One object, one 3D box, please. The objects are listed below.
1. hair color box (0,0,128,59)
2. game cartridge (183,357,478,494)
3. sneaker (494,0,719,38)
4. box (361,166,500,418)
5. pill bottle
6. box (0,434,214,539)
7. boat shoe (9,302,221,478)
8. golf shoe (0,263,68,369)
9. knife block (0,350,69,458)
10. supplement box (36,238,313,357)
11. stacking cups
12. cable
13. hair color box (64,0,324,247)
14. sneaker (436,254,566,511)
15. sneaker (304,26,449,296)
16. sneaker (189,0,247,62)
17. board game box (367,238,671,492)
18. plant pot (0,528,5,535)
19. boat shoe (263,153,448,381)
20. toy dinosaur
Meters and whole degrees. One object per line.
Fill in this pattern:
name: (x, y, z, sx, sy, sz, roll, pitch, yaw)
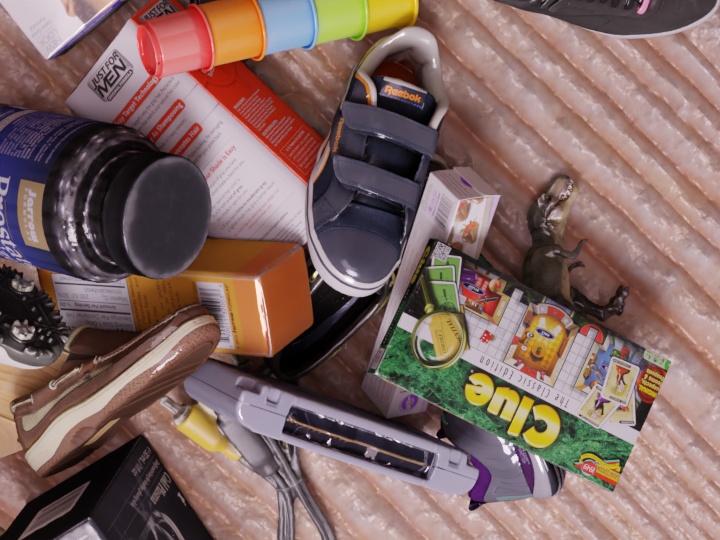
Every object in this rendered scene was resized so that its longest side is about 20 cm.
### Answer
hair color box: (-0.243, -0.266, 1.250, 0.109, 0.065, 0.200, -37, 99, 10)
game cartridge: (-0.026, 0.111, 1.259, 0.199, 0.133, 0.041, 21, 92, -26)
sneaker: (0.160, -0.202, 1.214, 0.199, 0.099, 0.071, 11, 101, 1)
box: (0.049, 0.018, 1.258, 0.038, 0.041, 0.201, -8, 130, -34)
pill bottle: (-0.205, -0.053, 1.223, 0.199, 0.112, 0.113, 13, 106, 38)
box: (-0.174, 0.258, 1.286, 0.124, 0.200, 0.197, -30, 99, 9)
boat shoe: (-0.185, 0.071, 1.228, 0.202, 0.075, 0.075, -38, 78, 29)
golf shoe: (-0.299, 0.034, 1.251, 0.199, 0.077, 0.089, 23, 120, 18)
knife block: (-0.278, 0.049, 1.319, 0.199, 0.064, 0.177, -21, 100, 9)
supplement box: (-0.137, 0.016, 1.261, 0.199, 0.066, 0.069, 5, 115, 29)
stacking cups: (-0.059, -0.174, 1.214, 0.199, 0.060, 0.061, -18, 102, -20)
cable: (-0.065, 0.147, 1.348, 0.097, 0.050, 0.201, -36, 110, -6)
hair color box: (-0.107, -0.095, 1.259, 0.200, 0.061, 0.101, 43, 127, -6)
sneaker: (0.083, 0.086, 1.298, 0.087, 0.074, 0.201, -18, 96, 21)
sneaker: (0.012, -0.084, 1.203, 0.078, 0.079, 0.201, 17, 60, -16)
sneaker: (-0.085, -0.241, 1.220, 0.074, 0.106, 0.201, 14, 104, 1)
board game box: (0.114, 0.068, 1.211, 0.199, 0.023, 0.105, 26, 87, -15)
plant pot: (-0.349, 0.287, 1.395, 0.198, 0.027, 0.202, 1, 101, 4)
boat shoe: (0.000, 0.000, 1.278, 0.072, 0.061, 0.201, 32, 109, -36)
toy dinosaur: (0.152, 0.034, 1.270, 0.088, 0.047, 0.201, 15, 69, -8)
